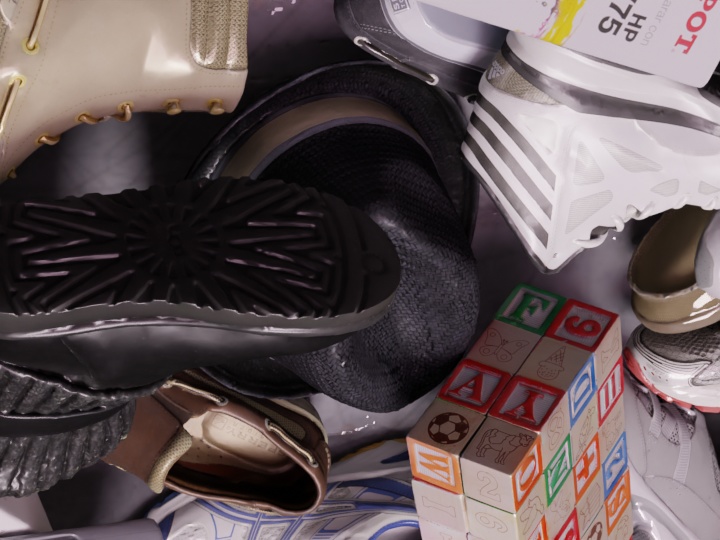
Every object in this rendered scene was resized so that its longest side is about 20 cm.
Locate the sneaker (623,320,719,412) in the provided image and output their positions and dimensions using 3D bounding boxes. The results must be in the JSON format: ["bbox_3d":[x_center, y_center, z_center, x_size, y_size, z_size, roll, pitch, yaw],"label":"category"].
[{"bbox_3d":[0.227,0.006,1.346,0.199,0.078,0.082,-24,132,-11],"label":"sneaker"}]

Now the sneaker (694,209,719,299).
[{"bbox_3d":[0.259,-0.021,1.254,0.199,0.080,0.071,-15,126,-19],"label":"sneaker"}]

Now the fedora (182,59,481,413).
[{"bbox_3d":[0.000,0.000,1.235,0.200,0.092,0.201,-21,134,-24],"label":"fedora"}]

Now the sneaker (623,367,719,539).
[{"bbox_3d":[0.146,0.087,1.394,0.082,0.075,0.200,-49,125,-24],"label":"sneaker"}]

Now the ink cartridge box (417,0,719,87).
[{"bbox_3d":[0.079,-0.198,1.119,0.199,0.146,0.147,14,118,-25],"label":"ink cartridge box"}]

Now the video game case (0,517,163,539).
[{"bbox_3d":[-0.214,0.201,1.314,0.181,0.022,0.200,-4,144,-33],"label":"video game case"}]

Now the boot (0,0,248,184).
[{"bbox_3d":[-0.134,-0.072,1.169,0.155,0.073,0.201,4,105,-29],"label":"boot"}]

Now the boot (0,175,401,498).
[{"bbox_3d":[-0.094,0.034,1.168,0.210,0.080,0.158,1,143,-9],"label":"boot"}]

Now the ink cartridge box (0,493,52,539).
[{"bbox_3d":[-0.250,0.108,1.231,0.116,0.068,0.200,-32,148,10],"label":"ink cartridge box"}]

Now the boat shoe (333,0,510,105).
[{"bbox_3d":[0.067,-0.104,1.229,0.066,0.070,0.199,-15,160,42],"label":"boat shoe"}]

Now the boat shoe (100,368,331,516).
[{"bbox_3d":[-0.103,0.073,1.286,0.201,0.075,0.075,17,116,-21],"label":"boat shoe"}]

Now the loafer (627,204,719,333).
[{"bbox_3d":[0.204,-0.054,1.303,0.200,0.076,0.067,-47,123,4],"label":"loafer"}]

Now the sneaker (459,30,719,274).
[{"bbox_3d":[0.135,-0.048,1.203,0.200,0.076,0.116,18,115,-22],"label":"sneaker"}]

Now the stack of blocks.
[{"bbox_3d":[0.086,0.120,1.299,0.115,0.058,0.201,-53,148,-34],"label":"stack of blocks"}]

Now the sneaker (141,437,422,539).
[{"bbox_3d":[-0.031,0.150,1.357,0.199,0.088,0.076,-17,128,-4],"label":"sneaker"}]
